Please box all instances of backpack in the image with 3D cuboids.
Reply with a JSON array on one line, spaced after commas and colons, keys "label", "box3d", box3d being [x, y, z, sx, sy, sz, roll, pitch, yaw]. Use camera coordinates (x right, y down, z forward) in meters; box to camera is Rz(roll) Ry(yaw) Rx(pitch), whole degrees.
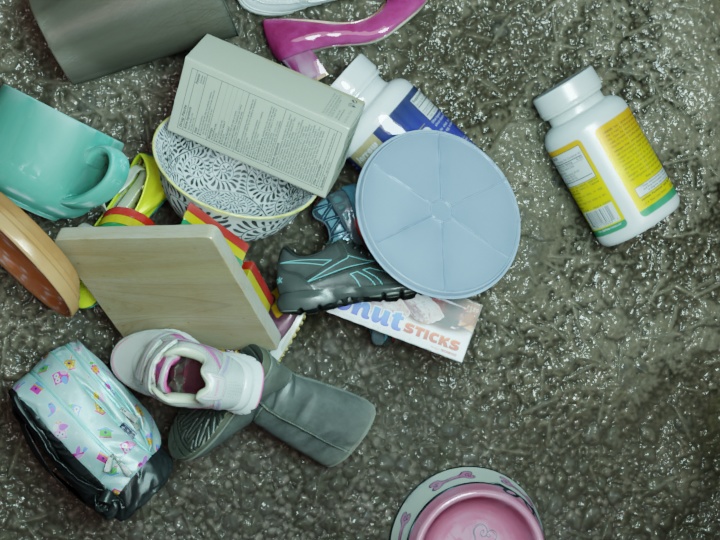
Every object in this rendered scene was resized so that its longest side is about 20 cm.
[{"label": "backpack", "box3d": [-0.309, 0.184, 1.427, 0.126, 0.167, 0.200, -42, 93, -22]}]

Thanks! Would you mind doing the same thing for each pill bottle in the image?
[{"label": "pill bottle", "box3d": [0.043, -0.156, 1.475, 0.200, 0.120, 0.120, 42, 86, -6]}, {"label": "pill bottle", "box3d": [0.294, -0.142, 1.513, 0.112, 0.113, 0.201, -32, 95, -6]}]

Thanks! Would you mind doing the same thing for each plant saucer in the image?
[{"label": "plant saucer", "box3d": [-0.383, -0.030, 1.385, 0.200, 0.200, 0.037, 46, 71, -6]}]

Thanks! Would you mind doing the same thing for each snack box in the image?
[{"label": "snack box", "box3d": [0.037, 0.039, 1.444, 0.199, 0.024, 0.072, 20, 87, 3]}]

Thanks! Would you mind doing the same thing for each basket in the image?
[{"label": "basket", "box3d": [-0.267, -0.307, 1.429, 0.199, 0.136, 0.181, -27, 86, -3]}]

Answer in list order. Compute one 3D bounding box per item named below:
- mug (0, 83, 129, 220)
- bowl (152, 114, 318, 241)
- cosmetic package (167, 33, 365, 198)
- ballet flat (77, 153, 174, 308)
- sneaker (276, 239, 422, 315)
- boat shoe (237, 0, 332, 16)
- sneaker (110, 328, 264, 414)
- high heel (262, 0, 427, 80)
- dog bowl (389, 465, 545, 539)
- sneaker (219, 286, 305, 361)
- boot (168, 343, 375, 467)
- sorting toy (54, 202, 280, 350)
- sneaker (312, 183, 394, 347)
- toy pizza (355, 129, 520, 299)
[{"label": "mug", "box3d": [-0.354, -0.123, 1.391, 0.151, 0.185, 0.115, 26, 91, -24]}, {"label": "bowl", "box3d": [-0.152, -0.094, 1.444, 0.199, 0.201, 0.095, 15, 129, -8]}, {"label": "cosmetic package", "box3d": [-0.107, -0.174, 1.402, 0.199, 0.073, 0.104, 25, 127, 2]}, {"label": "ballet flat", "box3d": [-0.293, -0.052, 1.455, 0.067, 0.067, 0.201, 28, 82, 38]}, {"label": "sneaker", "box3d": [0.000, 0.000, 1.398, 0.198, 0.075, 0.080, -7, 81, -1]}, {"label": "boat shoe", "box3d": [-0.050, -0.349, 1.486, 0.198, 0.069, 0.073, -5, 91, -8]}, {"label": "sneaker", "box3d": [-0.206, 0.106, 1.363, 0.199, 0.088, 0.082, 7, 85, 32]}, {"label": "high heel", "box3d": [-0.017, -0.308, 1.495, 0.199, 0.067, 0.096, -32, 99, 5]}, {"label": "dog bowl", "box3d": [0.138, 0.345, 1.519, 0.198, 0.074, 0.202, 0, 91, -8]}, {"label": "sneaker", "box3d": [-0.131, 0.072, 1.478, 0.090, 0.075, 0.201, 29, 86, -13]}, {"label": "boot", "box3d": [-0.102, 0.185, 1.457, 0.182, 0.073, 0.200, -42, 137, 13]}, {"label": "sorting toy", "box3d": [-0.205, 0.002, 1.394, 0.198, 0.199, 0.070, 0, 51, 23]}, {"label": "sneaker", "box3d": [-0.007, -0.002, 1.505, 0.095, 0.079, 0.202, -13, 88, 10]}, {"label": "toy pizza", "box3d": [0.085, -0.062, 1.386, 0.199, 0.032, 0.202, 7, 69, -18]}]
